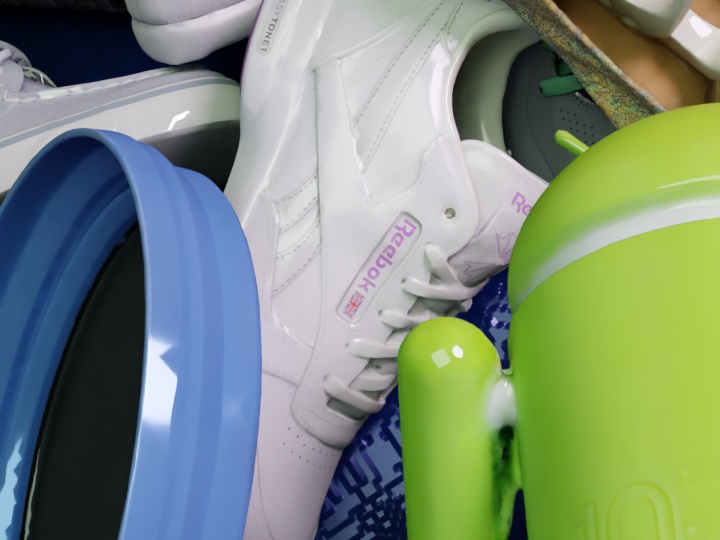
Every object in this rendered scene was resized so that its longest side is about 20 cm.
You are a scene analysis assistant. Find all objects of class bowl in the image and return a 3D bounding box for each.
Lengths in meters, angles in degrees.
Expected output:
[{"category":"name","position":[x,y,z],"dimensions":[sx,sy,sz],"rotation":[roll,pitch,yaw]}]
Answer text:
[{"category":"bowl","position":[-0.082,0.060,0.828],"dimensions":[0.039,0.201,0.201],"rotation":[12,70,-23]}]

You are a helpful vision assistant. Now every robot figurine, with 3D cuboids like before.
[{"category":"robot figurine","position":[0.098,0.045,0.745],"dimensions":[0.175,0.116,0.201],"rotation":[-4,61,-1]}]

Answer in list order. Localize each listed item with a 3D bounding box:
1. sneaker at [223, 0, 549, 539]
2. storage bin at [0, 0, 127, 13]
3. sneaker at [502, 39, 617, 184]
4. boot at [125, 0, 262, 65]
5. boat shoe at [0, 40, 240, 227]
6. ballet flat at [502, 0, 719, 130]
[{"category":"sneaker","position":[0.000,0.000,0.861],"dimensions":[0.099,0.075,0.201],"rotation":[12,88,23]},{"category":"storage bin","position":[-0.117,-0.197,0.944],"dimensions":[0.093,0.135,0.201],"rotation":[6,72,16]},{"category":"sneaker","position":[0.062,-0.093,0.888],"dimensions":[0.074,0.088,0.201],"rotation":[-14,68,9]},{"category":"boot","position":[-0.011,-0.143,0.937],"dimensions":[0.200,0.096,0.073],"rotation":[-34,34,-31]},{"category":"boat shoe","position":[-0.131,-0.039,0.928],"dimensions":[0.200,0.070,0.072],"rotation":[-17,71,11]},{"category":"ballet flat","position":[0.094,-0.071,0.831],"dimensions":[0.200,0.071,0.071],"rotation":[41,83,-13]}]
